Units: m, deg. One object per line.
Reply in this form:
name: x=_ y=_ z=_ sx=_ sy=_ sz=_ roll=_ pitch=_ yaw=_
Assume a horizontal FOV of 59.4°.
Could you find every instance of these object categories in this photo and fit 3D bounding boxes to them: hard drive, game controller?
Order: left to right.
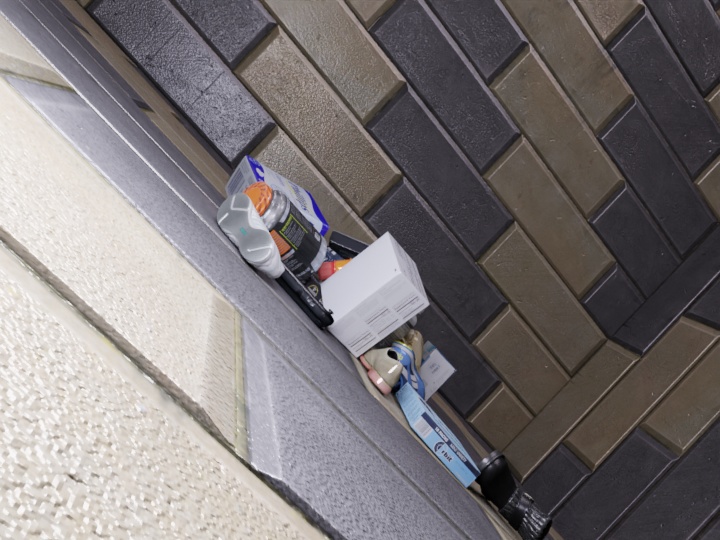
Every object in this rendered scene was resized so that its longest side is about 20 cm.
game controller: x=-0.122 y=0.030 z=1.217 sx=0.201 sy=0.042 sz=0.104 roll=48 pitch=0 yaw=2
hard drive: x=-0.020 y=-0.031 z=1.649 sx=0.136 sy=0.034 sz=0.201 roll=22 pitch=-18 yaw=2

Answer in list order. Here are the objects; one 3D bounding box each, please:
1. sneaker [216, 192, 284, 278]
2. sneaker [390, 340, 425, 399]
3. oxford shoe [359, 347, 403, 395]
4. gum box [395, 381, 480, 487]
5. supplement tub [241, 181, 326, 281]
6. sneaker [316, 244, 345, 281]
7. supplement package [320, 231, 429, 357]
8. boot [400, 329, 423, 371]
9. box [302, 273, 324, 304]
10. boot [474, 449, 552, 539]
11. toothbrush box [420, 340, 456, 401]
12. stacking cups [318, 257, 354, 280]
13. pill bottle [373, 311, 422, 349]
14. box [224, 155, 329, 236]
sneaker: x=-0.191 y=-0.057 z=1.093 sx=0.202 sy=0.069 sz=0.081 roll=55 pitch=-4 yaw=40
sneaker: x=0.092 y=0.253 z=1.446 sx=0.072 sy=0.083 sz=0.203 roll=11 pitch=-43 yaw=37
oxford shoe: x=0.050 y=0.195 z=1.317 sx=0.071 sy=0.074 sz=0.200 roll=46 pitch=0 yaw=-16
gum box: x=0.153 y=0.331 z=1.298 sx=0.170 sy=0.044 sz=0.200 roll=48 pitch=0 yaw=-8
supplement tub: x=-0.168 y=-0.080 z=1.307 sx=0.200 sy=0.122 sz=0.123 roll=48 pitch=-1 yaw=-36
sneaker: x=-0.101 y=-0.040 z=1.556 sx=0.199 sy=0.075 sz=0.085 roll=34 pitch=-17 yaw=48
supplement package: x=0.025 y=0.050 z=1.347 sx=0.111 sy=0.198 sz=0.157 roll=45 pitch=17 yaw=-31
boot: x=0.113 y=0.197 z=1.624 sx=0.157 sy=0.071 sz=0.204 roll=-71 pitch=142 yaw=-53
box: x=-0.111 y=0.040 z=1.514 sx=0.161 sy=0.049 sz=0.200 roll=45 pitch=1 yaw=-33
boot: x=0.311 y=0.466 z=1.282 sx=0.158 sy=0.079 sz=0.213 roll=47 pitch=-9 yaw=39
toothbrush box: x=0.181 y=0.290 z=1.793 sx=0.085 sy=0.146 sz=0.200 roll=45 pitch=1 yaw=1
stacking cups: x=0.000 y=0.000 z=1.454 sx=0.060 sy=0.193 sz=0.063 roll=-7 pitch=90 yaw=-86
pill bottle: x=0.061 y=0.115 z=1.478 sx=0.113 sy=0.200 sz=0.113 roll=45 pitch=-1 yaw=1
box: x=-0.193 y=-0.143 z=1.450 sx=0.197 sy=0.106 sz=0.185 roll=28 pitch=19 yaw=-34
